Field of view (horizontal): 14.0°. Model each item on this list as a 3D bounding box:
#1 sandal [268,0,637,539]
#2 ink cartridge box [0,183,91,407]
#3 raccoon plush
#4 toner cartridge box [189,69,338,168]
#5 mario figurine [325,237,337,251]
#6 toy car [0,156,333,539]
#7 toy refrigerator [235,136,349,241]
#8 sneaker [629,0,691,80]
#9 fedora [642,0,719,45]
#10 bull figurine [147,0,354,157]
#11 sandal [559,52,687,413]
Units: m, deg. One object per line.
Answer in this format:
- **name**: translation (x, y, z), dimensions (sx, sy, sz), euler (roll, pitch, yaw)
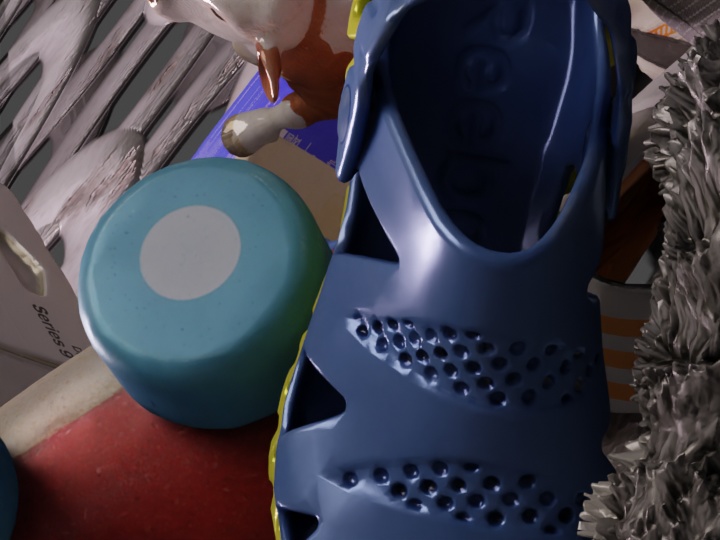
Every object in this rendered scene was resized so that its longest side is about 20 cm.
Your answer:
- **sandal**: translation (0.022, 0.006, 0.629), dimensions (0.087, 0.079, 0.201), euler (114, 157, -79)
- **ink cartridge box**: translation (-0.184, 0.070, 1.026), dimensions (0.200, 0.087, 0.145), euler (-55, 41, 15)
- **raccoon plush**: translation (0.073, 0.008, 0.560), dimensions (0.096, 0.200, 0.134), euler (8, 57, 31)
- **toner cartridge box**: translation (-0.069, -0.001, 1.230), dimensions (0.200, 0.043, 0.095), euler (-52, 14, 6)
- **mario figurine**: translation (0.000, 0.000, 0.892), dimensions (0.201, 0.106, 0.123), euler (-58, 2, 6)
- **toy car**: translation (-0.024, 0.114, 0.717), dimensions (0.176, 0.185, 0.200), euler (-31, 59, -1)
- **toy refrigerator**: translation (-0.048, 0.051, 1.013), dimensions (0.076, 0.070, 0.201), euler (-50, 14, 42)
- **sneaker**: translation (0.141, -0.105, 0.761), dimensions (0.200, 0.080, 0.074), euler (-43, 17, 30)
- **fedora**: translation (0.111, -0.100, 0.672), dimensions (0.201, 0.176, 0.090), euler (66, 147, 29)
- **bull figurine**: translation (0.015, -0.084, 0.959), dimensions (0.121, 0.199, 0.066), euler (-21, 81, 63)
- **sandal**: translation (0.075, 0.007, 0.774), dimensions (0.079, 0.059, 0.207), euler (-43, -11, -22)
